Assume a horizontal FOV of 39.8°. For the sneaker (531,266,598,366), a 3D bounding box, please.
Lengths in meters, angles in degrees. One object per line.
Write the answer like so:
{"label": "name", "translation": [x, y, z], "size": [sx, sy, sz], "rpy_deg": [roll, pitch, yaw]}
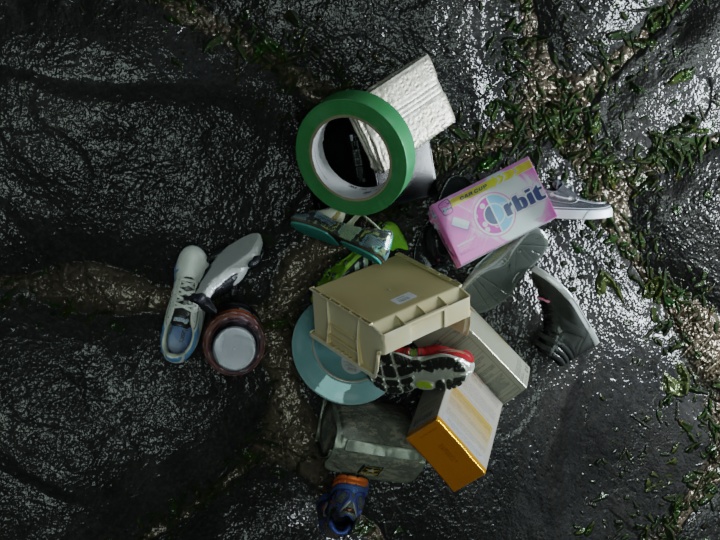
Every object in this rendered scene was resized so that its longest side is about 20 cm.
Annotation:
{"label": "sneaker", "translation": [0.341, 0.090, 1.774], "size": [0.099, 0.071, 0.201], "rpy_deg": [-41, 114, -6]}

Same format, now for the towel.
{"label": "towel", "translation": [0.071, -0.267, 1.697], "size": [0.199, 0.034, 0.134], "rpy_deg": [-36, 111, -28]}

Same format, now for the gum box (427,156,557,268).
{"label": "gum box", "translation": [0.221, -0.095, 1.705], "size": [0.198, 0.066, 0.115], "rpy_deg": [-27, 86, -3]}

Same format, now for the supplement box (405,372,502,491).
{"label": "supplement box", "translation": [0.159, 0.250, 1.656], "size": [0.073, 0.200, 0.126], "rpy_deg": [-36, 101, 29]}

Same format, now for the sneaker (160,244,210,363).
{"label": "sneaker", "translation": [-0.295, 0.058, 1.689], "size": [0.071, 0.072, 0.204], "rpy_deg": [10, 92, -7]}

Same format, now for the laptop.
{"label": "laptop", "translation": [0.014, -0.204, 1.744], "size": [0.197, 0.116, 0.191], "rpy_deg": [-8, 96, 21]}

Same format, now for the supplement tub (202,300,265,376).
{"label": "supplement tub", "translation": [-0.209, 0.113, 1.641], "size": [0.105, 0.200, 0.109], "rpy_deg": [-1, 95, -7]}

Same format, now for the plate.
{"label": "plate", "translation": [-0.020, 0.131, 1.712], "size": [0.196, 0.026, 0.204], "rpy_deg": [6, 64, -12]}

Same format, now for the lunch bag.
{"label": "lunch bag", "translation": [0.016, 0.290, 1.691], "size": [0.161, 0.200, 0.120], "rpy_deg": [12, 93, -10]}

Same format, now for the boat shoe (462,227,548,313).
{"label": "boat shoe", "translation": [0.247, -0.003, 1.775], "size": [0.074, 0.065, 0.202], "rpy_deg": [42, 93, -22]}

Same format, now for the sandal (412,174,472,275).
{"label": "sandal", "translation": [0.145, -0.071, 1.755], "size": [0.074, 0.048, 0.204], "rpy_deg": [17, 92, -9]}

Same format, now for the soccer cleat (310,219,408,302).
{"label": "soccer cleat", "translation": [0.000, 0.000, 1.734], "size": [0.200, 0.067, 0.081], "rpy_deg": [-43, 112, -3]}

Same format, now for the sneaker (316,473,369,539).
{"label": "sneaker", "translation": [-0.039, 0.421, 1.711], "size": [0.074, 0.201, 0.079], "rpy_deg": [14, 53, -2]}

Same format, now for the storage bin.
{"label": "storage bin", "translation": [0.049, 0.070, 1.629], "size": [0.198, 0.198, 0.095], "rpy_deg": [-20, 121, -32]}

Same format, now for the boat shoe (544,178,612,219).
{"label": "boat shoe", "translation": [0.355, -0.128, 1.774], "size": [0.196, 0.072, 0.069], "rpy_deg": [4, 96, -2]}

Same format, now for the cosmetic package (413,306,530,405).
{"label": "cosmetic package", "translation": [0.195, 0.147, 1.751], "size": [0.105, 0.071, 0.200], "rpy_deg": [-38, 101, 28]}

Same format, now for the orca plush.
{"label": "orca plush", "translation": [-0.212, 0.020, 1.663], "size": [0.103, 0.201, 0.072], "rpy_deg": [-6, 122, 17]}

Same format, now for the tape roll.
{"label": "tape roll", "translation": [-0.009, -0.192, 1.634], "size": [0.197, 0.048, 0.204], "rpy_deg": [12, 122, 20]}

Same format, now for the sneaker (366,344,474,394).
{"label": "sneaker", "translation": [0.097, 0.158, 1.655], "size": [0.197, 0.085, 0.078], "rpy_deg": [3, 108, 25]}

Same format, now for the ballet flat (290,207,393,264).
{"label": "ballet flat", "translation": [-0.028, -0.072, 1.691], "size": [0.198, 0.074, 0.075], "rpy_deg": [23, 92, 25]}
